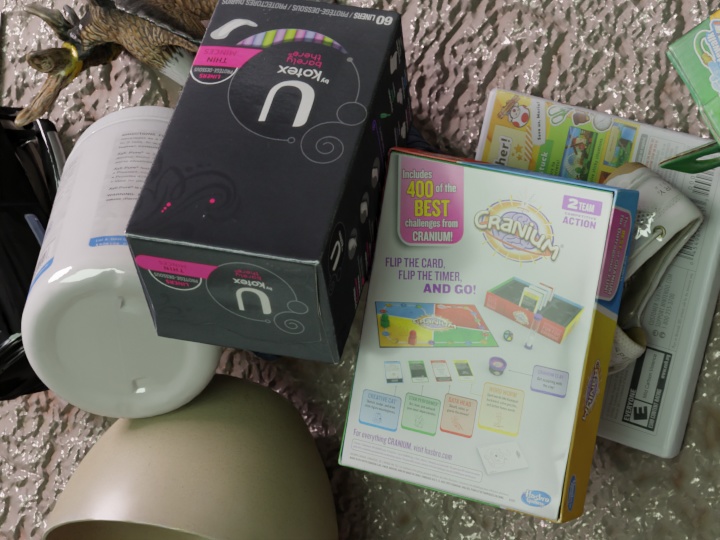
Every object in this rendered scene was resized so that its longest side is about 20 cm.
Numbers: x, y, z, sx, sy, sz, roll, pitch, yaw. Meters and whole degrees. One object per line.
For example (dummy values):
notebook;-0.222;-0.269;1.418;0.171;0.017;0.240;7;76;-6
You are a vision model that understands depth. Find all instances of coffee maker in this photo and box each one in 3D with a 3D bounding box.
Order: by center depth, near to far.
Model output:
coffee maker;-0.287;-0.008;1.443;0.200;0.192;0.135;62;146;18

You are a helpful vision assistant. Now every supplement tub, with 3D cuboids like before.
supplement tub;-0.149;-0.008;1.336;0.132;0.200;0.132;2;125;2

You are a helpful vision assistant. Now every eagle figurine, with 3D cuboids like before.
eagle figurine;-0.137;-0.179;1.389;0.200;0.151;0.152;-19;61;41

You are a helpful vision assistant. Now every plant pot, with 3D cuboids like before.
plant pot;-0.100;0.149;1.349;0.200;0.200;0.135;-2;59;32

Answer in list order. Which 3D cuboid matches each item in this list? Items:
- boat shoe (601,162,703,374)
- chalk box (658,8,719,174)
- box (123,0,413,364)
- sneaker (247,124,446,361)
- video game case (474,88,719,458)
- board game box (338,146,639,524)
boat shoe;0.143;0.034;1.223;0.069;0.071;0.200;36;108;28
chalk box;0.267;-0.102;1.136;0.200;0.125;0.124;-37;71;25
box;-0.050;-0.059;1.208;0.122;0.106;0.200;8;55;13
sneaker;-0.001;-0.001;1.317;0.146;0.077;0.203;42;111;41
video game case;0.144;-0.001;1.277;0.182;0.023;0.200;17;100;30
board game box;0.076;0.037;1.198;0.153;0.040;0.200;13;97;27
